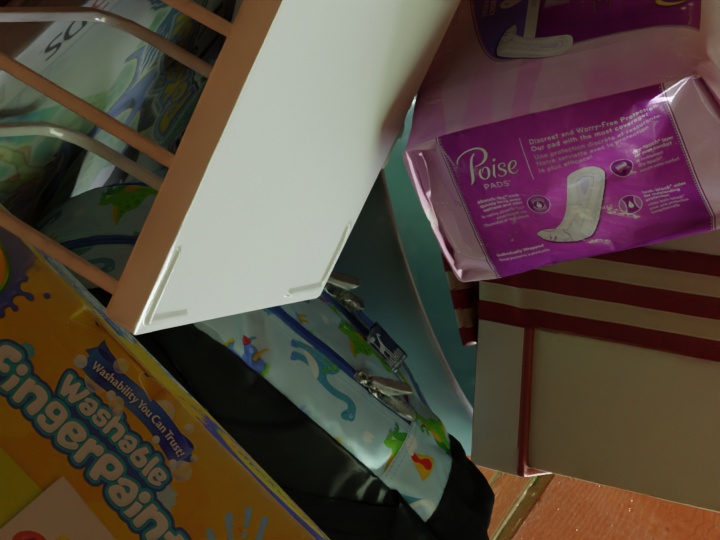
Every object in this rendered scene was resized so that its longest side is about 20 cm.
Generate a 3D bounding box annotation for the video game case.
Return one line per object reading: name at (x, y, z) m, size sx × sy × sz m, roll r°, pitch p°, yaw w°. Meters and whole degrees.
video game case at (-0.109, -0.069, 1.023) m, size 0.182 × 0.022 × 0.200 m, roll -47°, pitch 167°, yaw -28°

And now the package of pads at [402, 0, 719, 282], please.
package of pads at (0.090, -0.088, 0.962) m, size 0.200 × 0.120 × 0.076 m, roll -78°, pitch 149°, yaw -52°

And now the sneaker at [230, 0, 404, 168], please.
sneaker at (-0.014, -0.126, 0.967) m, size 0.081 × 0.076 × 0.201 m, roll 89°, pitch 3°, yaw -63°

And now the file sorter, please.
file sorter at (-0.050, -0.101, 0.858) m, size 0.200 × 0.124 × 0.139 m, roll -64°, pitch 161°, yaw 16°

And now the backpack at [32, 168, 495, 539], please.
backpack at (-0.064, 0.057, 1.027) m, size 0.163 × 0.200 × 0.154 m, roll -30°, pitch -140°, yaw 36°

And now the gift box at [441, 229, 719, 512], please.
gift box at (0.159, -0.007, 1.070) m, size 0.184 × 0.186 × 0.201 m, roll 5°, pitch 92°, yaw -41°

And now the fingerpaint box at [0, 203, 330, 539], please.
fingerpaint box at (-0.133, 0.089, 0.897) m, size 0.167 × 0.200 × 0.073 m, roll -46°, pitch 169°, yaw -3°

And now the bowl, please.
bowl at (0.000, 0.000, 1.166) m, size 0.105 × 0.201 × 0.201 m, roll -16°, pitch 179°, yaw 17°
